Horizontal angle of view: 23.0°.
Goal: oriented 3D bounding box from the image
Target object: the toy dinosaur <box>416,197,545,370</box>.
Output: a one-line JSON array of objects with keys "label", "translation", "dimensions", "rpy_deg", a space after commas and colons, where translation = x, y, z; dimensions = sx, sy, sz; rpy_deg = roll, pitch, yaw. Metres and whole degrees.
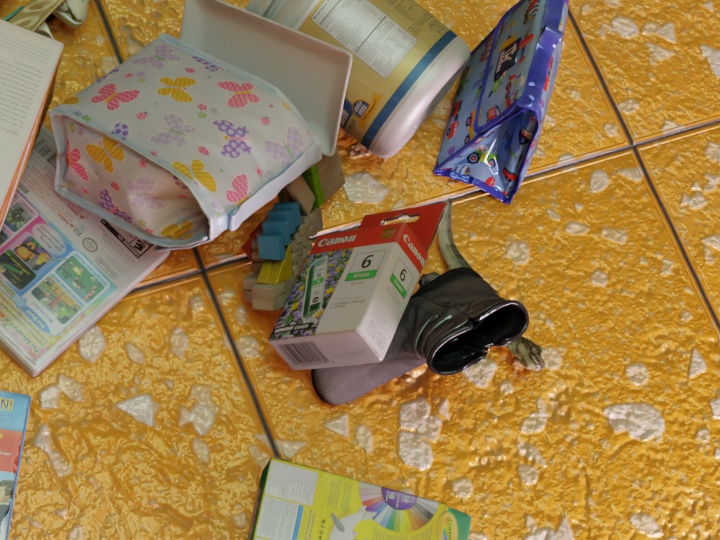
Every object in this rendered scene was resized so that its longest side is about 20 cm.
[{"label": "toy dinosaur", "translation": [0.102, 0.029, 1.743], "dimensions": [0.088, 0.047, 0.200], "rpy_deg": [-22, 73, -28]}]

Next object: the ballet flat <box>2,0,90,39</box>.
[{"label": "ballet flat", "translation": [-0.307, -0.244, 1.729], "dimensions": [0.063, 0.069, 0.200], "rpy_deg": [45, 72, -5]}]

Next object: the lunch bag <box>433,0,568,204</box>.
[{"label": "lunch bag", "translation": [0.160, -0.184, 1.760], "dimensions": [0.094, 0.200, 0.151], "rpy_deg": [21, 63, -8]}]

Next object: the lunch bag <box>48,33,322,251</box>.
[{"label": "lunch bag", "translation": [-0.161, -0.107, 1.640], "dimensions": [0.200, 0.127, 0.170], "rpy_deg": [25, 46, 23]}]

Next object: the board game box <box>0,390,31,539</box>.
[{"label": "board game box", "translation": [-0.397, 0.190, 1.517], "dimensions": [0.199, 0.056, 0.196], "rpy_deg": [11, 65, -12]}]

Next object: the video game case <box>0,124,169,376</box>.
[{"label": "video game case", "translation": [-0.310, -0.029, 1.655], "dimensions": [0.200, 0.024, 0.182], "rpy_deg": [44, 63, 4]}]

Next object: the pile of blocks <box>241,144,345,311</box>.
[{"label": "pile of blocks", "translation": [-0.080, -0.051, 1.702], "dimensions": [0.062, 0.082, 0.200], "rpy_deg": [2, 54, 28]}]

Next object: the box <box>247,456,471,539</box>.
[{"label": "box", "translation": [-0.002, 0.253, 1.614], "dimensions": [0.199, 0.048, 0.118], "rpy_deg": [16, 64, -7]}]

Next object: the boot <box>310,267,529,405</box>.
[{"label": "boot", "translation": [0.049, 0.069, 1.632], "dimensions": [0.200, 0.132, 0.070], "rpy_deg": [-36, 110, -3]}]

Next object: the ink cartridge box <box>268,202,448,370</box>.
[{"label": "ink cartridge box", "translation": [0.000, 0.000, 1.671], "dimensions": [0.050, 0.109, 0.200], "rpy_deg": [52, 47, -34]}]

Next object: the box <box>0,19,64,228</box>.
[{"label": "box", "translation": [-0.348, -0.112, 1.588], "dimensions": [0.097, 0.124, 0.201], "rpy_deg": [20, 69, -8]}]

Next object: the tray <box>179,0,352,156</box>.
[{"label": "tray", "translation": [-0.093, -0.194, 1.712], "dimensions": [0.200, 0.108, 0.022], "rpy_deg": [25, 29, 26]}]

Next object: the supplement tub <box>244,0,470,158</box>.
[{"label": "supplement tub", "translation": [-0.007, -0.224, 1.759], "dimensions": [0.200, 0.145, 0.145], "rpy_deg": [39, 63, 3]}]
